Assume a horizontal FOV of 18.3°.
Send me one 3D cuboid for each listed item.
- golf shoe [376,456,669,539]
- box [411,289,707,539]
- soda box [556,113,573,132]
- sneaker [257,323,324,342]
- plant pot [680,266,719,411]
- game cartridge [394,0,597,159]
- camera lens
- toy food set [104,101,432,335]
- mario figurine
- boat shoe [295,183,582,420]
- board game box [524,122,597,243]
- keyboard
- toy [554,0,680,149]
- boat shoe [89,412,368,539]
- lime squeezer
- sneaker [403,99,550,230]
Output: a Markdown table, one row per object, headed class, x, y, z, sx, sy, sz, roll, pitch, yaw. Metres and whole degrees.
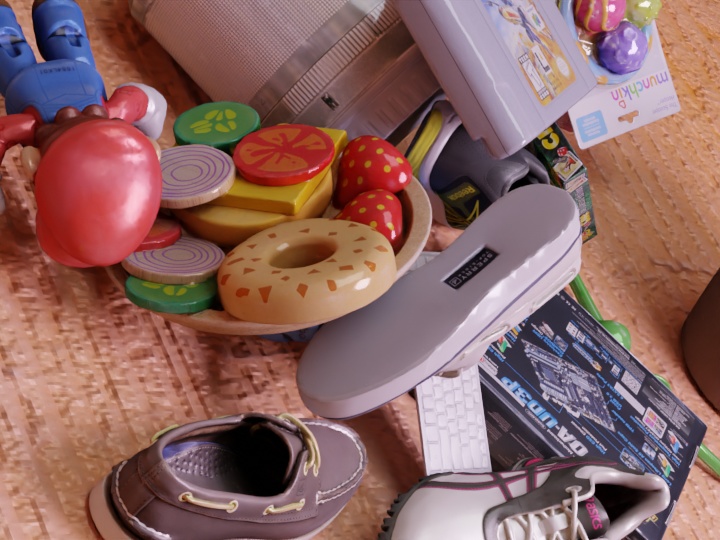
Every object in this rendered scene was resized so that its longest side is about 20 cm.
| class | x | y | z | sx | sy | sz | roll | pitch | yaw |
| --- | --- | --- | --- | --- | --- | --- | --- | --- | --- |
| golf shoe | 0.092 | 0.145 | 1.298 | 0.200 | 0.088 | 0.077 | -17 | 92 | -44 |
| box | 0.129 | 0.086 | 1.466 | 0.200 | 0.046 | 0.159 | 43 | 33 | -4 |
| soda box | 0.091 | -0.175 | 1.674 | 0.200 | 0.070 | 0.063 | 20 | 21 | -33 |
| sneaker | 0.000 | 0.000 | 1.371 | 0.078 | 0.066 | 0.200 | 20 | 27 | 26 |
| plant pot | 0.331 | 0.028 | 1.637 | 0.200 | 0.175 | 0.200 | 29 | 37 | -24 |
| game cartridge | 0.086 | -0.150 | 1.404 | 0.133 | 0.041 | 0.200 | 63 | 24 | -6 |
| camera lens | -0.038 | -0.165 | 1.445 | 0.200 | 0.160 | 0.160 | 47 | 33 | 2 |
| toy food set | -0.059 | -0.029 | 1.291 | 0.198 | 0.049 | 0.200 | 8 | 37 | 19 |
| mario figurine | -0.173 | -0.068 | 1.272 | 0.106 | 0.123 | 0.200 | 51 | 9 | -47 |
| boat shoe | 0.051 | 0.031 | 1.303 | 0.200 | 0.070 | 0.071 | -39 | 48 | -19 |
| board game box | 0.127 | -0.083 | 1.571 | 0.105 | 0.023 | 0.200 | 54 | -1 | 15 |
| keyboard | 0.054 | 0.087 | 1.343 | 0.056 | 0.011 | 0.200 | 4 | 75 | -49 |
| toy | 0.185 | -0.203 | 1.664 | 0.115 | 0.047 | 0.200 | -22 | 95 | -36 |
| boat shoe | -0.058 | 0.110 | 1.218 | 0.200 | 0.060 | 0.072 | -4 | 57 | -50 |
| lime squeezer | 0.189 | 0.073 | 1.570 | 0.200 | 0.038 | 0.071 | 53 | 2 | 12 |
| sneaker | 0.089 | -0.051 | 1.495 | 0.085 | 0.075 | 0.200 | 34 | 5 | 20 |
